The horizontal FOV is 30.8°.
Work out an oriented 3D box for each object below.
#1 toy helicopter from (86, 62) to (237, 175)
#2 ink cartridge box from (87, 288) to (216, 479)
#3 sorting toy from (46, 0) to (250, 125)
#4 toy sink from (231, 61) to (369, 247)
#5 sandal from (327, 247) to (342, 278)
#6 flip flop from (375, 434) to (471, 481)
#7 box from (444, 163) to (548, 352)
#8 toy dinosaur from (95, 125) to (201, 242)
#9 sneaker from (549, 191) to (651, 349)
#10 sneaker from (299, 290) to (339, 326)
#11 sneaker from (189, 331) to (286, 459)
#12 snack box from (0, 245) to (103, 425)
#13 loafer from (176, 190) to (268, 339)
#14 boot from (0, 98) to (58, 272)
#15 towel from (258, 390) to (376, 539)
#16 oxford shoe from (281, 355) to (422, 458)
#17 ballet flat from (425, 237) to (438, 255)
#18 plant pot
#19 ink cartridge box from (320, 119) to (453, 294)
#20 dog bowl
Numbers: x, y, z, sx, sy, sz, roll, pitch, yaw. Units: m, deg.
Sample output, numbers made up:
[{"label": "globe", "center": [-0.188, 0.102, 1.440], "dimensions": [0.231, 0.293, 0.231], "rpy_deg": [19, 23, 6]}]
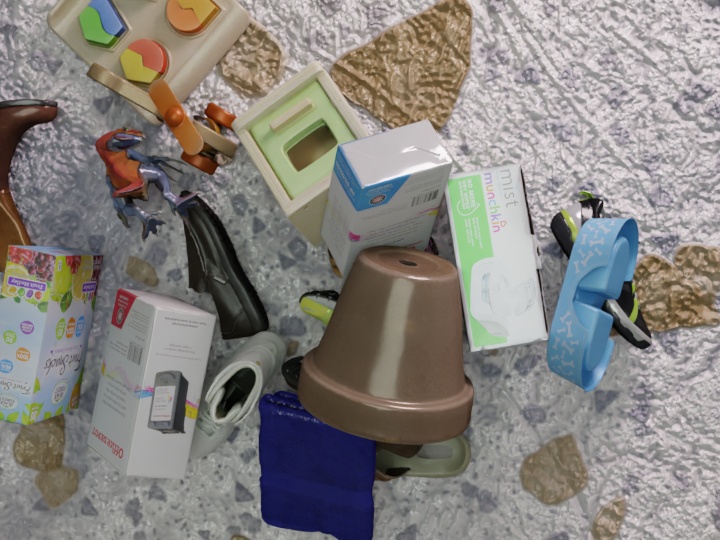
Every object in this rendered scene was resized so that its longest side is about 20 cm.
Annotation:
[{"label": "toy helicopter", "center": [-0.238, -0.189, 1.561], "dimensions": [0.199, 0.132, 0.079], "rpy_deg": [29, 94, -8]}, {"label": "ink cartridge box", "center": [-0.253, 0.133, 1.569], "dimensions": [0.085, 0.147, 0.202], "rpy_deg": [8, 95, -30]}, {"label": "sorting toy", "center": [-0.265, -0.312, 1.621], "dimensions": [0.200, 0.036, 0.185], "rpy_deg": [42, 94, 2]}, {"label": "toy sink", "center": [-0.063, -0.154, 1.533], "dimensions": [0.130, 0.112, 0.201], "rpy_deg": [-34, 63, 5]}, {"label": "sandal", "center": [0.000, 0.000, 1.589], "dimensions": [0.054, 0.082, 0.200], "rpy_deg": [-40, 95, 3]}, {"label": "flip flop", "center": [0.036, 0.227, 1.597], "dimensions": [0.198, 0.058, 0.082], "rpy_deg": [0, 91, 5]}, {"label": "box", "center": [0.157, -0.015, 1.523], "dimensions": [0.096, 0.176, 0.202], "rpy_deg": [-9, 91, 5]}, {"label": "toy dinosaur", "center": [-0.269, -0.125, 1.557], "dimensions": [0.105, 0.200, 0.182], "rpy_deg": [-40, 64, -9]}, {"label": "sneaker", "center": [0.306, -0.003, 1.562], "dimensions": [0.082, 0.072, 0.201], "rpy_deg": [-32, 89, 3]}, {"label": "sneaker", "center": [0.006, 0.093, 1.589], "dimensions": [0.199, 0.078, 0.091], "rpy_deg": [29, 101, 6]}, {"label": "sneaker", "center": [-0.174, 0.165, 1.570], "dimensions": [0.073, 0.116, 0.200], "rpy_deg": [38, 110, 0]}, {"label": "snack box", "center": [-0.380, 0.074, 1.573], "dimensions": [0.067, 0.169, 0.202], "rpy_deg": [12, 93, 8]}, {"label": "loafer", "center": [-0.185, -0.002, 1.602], "dimensions": [0.071, 0.073, 0.201], "rpy_deg": [-27, 89, 3]}, {"label": "boot", "center": [-0.440, -0.103, 1.625], "dimensions": [0.186, 0.068, 0.202], "rpy_deg": [-16, 91, 5]}, {"label": "towel", "center": [-0.050, 0.235, 1.559], "dimensions": [0.146, 0.050, 0.201], "rpy_deg": [11, 127, 13]}, {"label": "oxford shoe", "center": [-0.013, 0.167, 1.556], "dimensions": [0.199, 0.073, 0.085], "rpy_deg": [27, 126, 22]}, {"label": "ballet flat", "center": [0.019, -0.073, 1.585], "dimensions": [0.069, 0.071, 0.200], "rpy_deg": [-43, 87, 6]}, {"label": "plant pot", "center": [0.040, 0.073, 1.442], "dimensions": [0.198, 0.200, 0.176], "rpy_deg": [12, 107, 4]}, {"label": "ink cartridge box", "center": [0.023, -0.067, 1.471], "dimensions": [0.114, 0.201, 0.068], "rpy_deg": [-17, 59, -22]}, {"label": "dog bowl", "center": [0.262, 0.034, 1.483], "dimensions": [0.049, 0.111, 0.202], "rpy_deg": [14, 88, 27]}]
